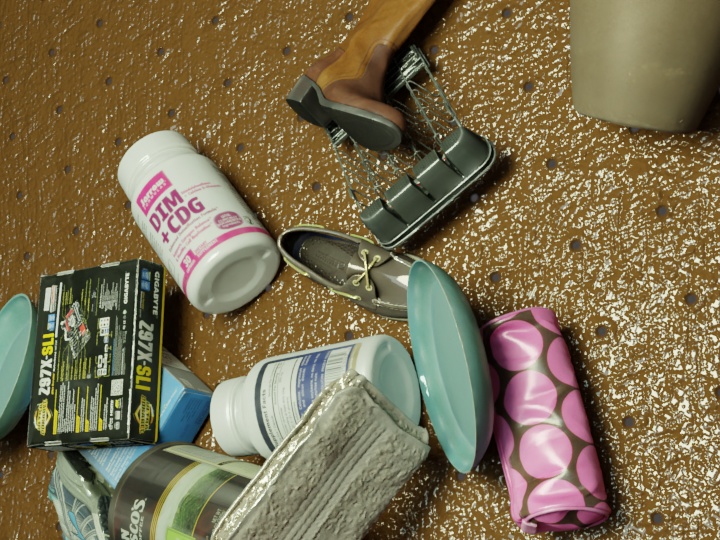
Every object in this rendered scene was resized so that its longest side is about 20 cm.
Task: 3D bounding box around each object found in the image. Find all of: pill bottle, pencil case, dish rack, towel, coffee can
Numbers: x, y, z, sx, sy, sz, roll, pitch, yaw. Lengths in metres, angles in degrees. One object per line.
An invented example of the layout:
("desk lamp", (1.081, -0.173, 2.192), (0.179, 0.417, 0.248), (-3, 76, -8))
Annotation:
("pill bottle", (-0.049, 0.135, 1.176), (0.199, 0.111, 0.112), (-13, 72, 29))
("pill bottle", (-0.186, -0.058, 1.302), (0.113, 0.113, 0.200), (-47, 59, 14))
("pencil case", (0.158, 0.139, 1.062), (0.093, 0.091, 0.201), (-9, 67, -12))
("dish rack", (0.041, -0.137, 1.209), (0.153, 0.055, 0.200), (-39, 43, 16))
("towel", (-0.030, 0.198, 1.054), (0.200, 0.133, 0.034), (-52, 34, -8))
("coffee can", (-0.136, 0.256, 1.148), (0.200, 0.146, 0.147), (4, 80, 50))

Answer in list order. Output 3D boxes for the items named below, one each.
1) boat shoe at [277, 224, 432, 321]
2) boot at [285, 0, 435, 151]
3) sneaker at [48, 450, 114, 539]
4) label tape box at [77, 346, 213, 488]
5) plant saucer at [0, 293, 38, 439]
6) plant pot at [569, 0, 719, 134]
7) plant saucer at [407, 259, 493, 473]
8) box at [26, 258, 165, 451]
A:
("boat shoe", (0.000, 0.000, 1.207), (0.199, 0.059, 0.072), (23, 90, 33))
("boot", (0.035, -0.224, 1.204), (0.200, 0.068, 0.188), (-51, 30, -7))
("sneaker", (-0.294, 0.290, 1.323), (0.200, 0.077, 0.087), (49, 117, 37))
("label tape box", (-0.274, 0.146, 1.338), (0.200, 0.063, 0.145), (36, 98, 35))
("plant saucer", (-0.431, 0.128, 1.421), (0.200, 0.036, 0.201), (-36, 43, 42))
("plant pot", (0.261, -0.219, 1.041), (0.200, 0.200, 0.175), (20, 108, 33))
("plant saucer", (0.084, 0.086, 1.081), (0.027, 0.200, 0.201), (-11, 69, -10))
("box", (-0.294, 0.096, 1.296), (0.159, 0.049, 0.201), (-10, 72, 34))
